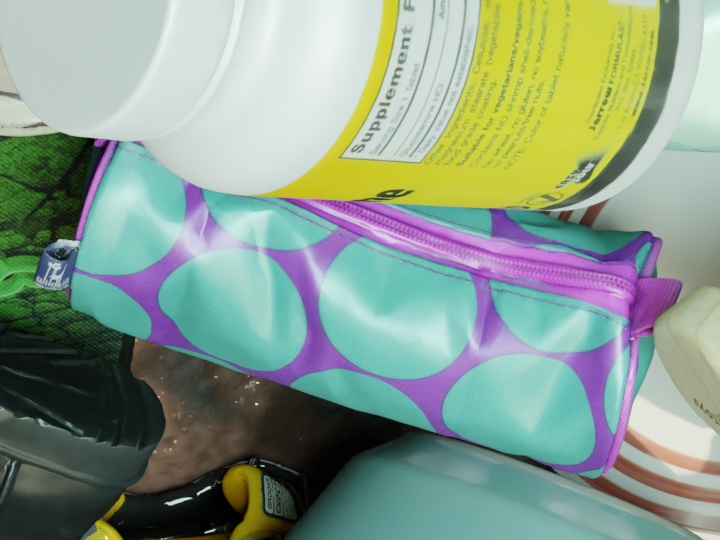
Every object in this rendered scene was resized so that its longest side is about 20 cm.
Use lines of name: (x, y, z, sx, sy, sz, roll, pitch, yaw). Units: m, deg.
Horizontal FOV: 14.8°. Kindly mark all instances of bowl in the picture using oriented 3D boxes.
bowl: (0.051, 0.124, 0.964, 0.200, 0.200, 0.105, 26, 81, -31)

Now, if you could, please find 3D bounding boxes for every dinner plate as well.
dinner plate: (0.145, 0.010, 0.976, 0.199, 0.024, 0.201, -1, 122, -2)

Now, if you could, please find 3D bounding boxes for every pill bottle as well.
pill bottle: (-0.003, -0.076, 0.816, 0.199, 0.113, 0.113, 2, 131, -42)

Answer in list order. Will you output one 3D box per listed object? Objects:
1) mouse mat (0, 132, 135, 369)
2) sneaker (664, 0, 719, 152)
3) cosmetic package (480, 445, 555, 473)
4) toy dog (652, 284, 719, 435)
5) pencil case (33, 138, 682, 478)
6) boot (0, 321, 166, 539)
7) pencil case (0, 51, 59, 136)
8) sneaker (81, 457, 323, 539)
mouse mat: (-0.173, 0.003, 0.973, 0.199, 0.008, 0.161, 1, 128, -15)
sneaker: (0.161, -0.061, 0.855, 0.199, 0.118, 0.074, -5, 112, 6)
cosmetic package: (0.076, 0.030, 1.031, 0.199, 0.051, 0.083, 22, 118, -28)
toy dog: (0.169, 0.065, 0.891, 0.132, 0.096, 0.200, -44, 140, 4)
pencil case: (0.000, 0.000, 0.913, 0.199, 0.085, 0.093, 18, 148, 1)
boot: (-0.178, 0.084, 0.970, 0.198, 0.073, 0.163, 22, 118, -19)
pencil case: (-0.092, -0.140, 0.831, 0.089, 0.078, 0.201, -11, 132, -20)
sneaker: (-0.024, 0.118, 1.060, 0.199, 0.078, 0.082, -1, 127, -15)
